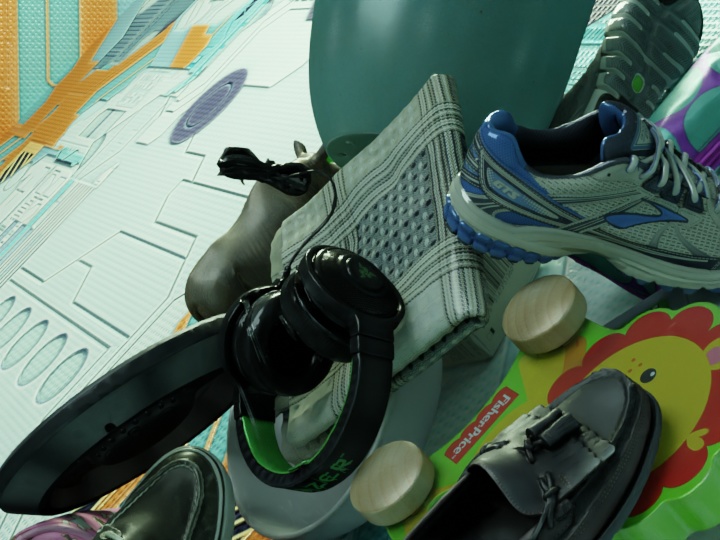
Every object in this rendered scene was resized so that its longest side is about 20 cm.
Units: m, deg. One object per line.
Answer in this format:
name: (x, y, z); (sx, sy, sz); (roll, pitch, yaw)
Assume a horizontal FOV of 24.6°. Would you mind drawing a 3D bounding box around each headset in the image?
headset: (-0.041, 0.025, 0.944); (0.123, 0.094, 0.200); (-32, 51, 44)

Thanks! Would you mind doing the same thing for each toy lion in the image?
toy lion: (0.112, 0.093, 0.843); (0.200, 0.069, 0.192); (-47, 29, -6)

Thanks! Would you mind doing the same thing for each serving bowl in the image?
serving bowl: (-0.008, 0.083, 1.074); (0.200, 0.066, 0.200); (-34, 46, 44)

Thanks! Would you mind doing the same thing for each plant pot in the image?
plant pot: (0.053, -0.143, 1.158); (0.200, 0.200, 0.161); (-8, 65, 56)

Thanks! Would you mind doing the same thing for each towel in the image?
towel: (0.000, 0.000, 1.014); (0.200, 0.035, 0.193); (-42, 40, 39)

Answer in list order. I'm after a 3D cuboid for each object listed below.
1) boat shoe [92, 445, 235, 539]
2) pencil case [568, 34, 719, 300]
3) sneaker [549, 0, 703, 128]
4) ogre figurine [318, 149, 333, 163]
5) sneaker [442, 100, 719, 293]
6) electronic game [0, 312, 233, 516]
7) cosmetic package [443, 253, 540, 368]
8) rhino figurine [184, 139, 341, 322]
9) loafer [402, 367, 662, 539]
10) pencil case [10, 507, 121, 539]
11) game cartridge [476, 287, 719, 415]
boat shoe: (-0.130, 0.181, 0.931); (0.071, 0.064, 0.200); (14, 61, 18)
pencil case: (0.211, -0.072, 1.015); (0.200, 0.085, 0.092); (-49, 6, -11)
sneaker: (0.172, -0.137, 1.220); (0.115, 0.075, 0.200); (-19, 34, 51)
ogre figurine: (-0.001, -0.065, 1.334); (0.098, 0.200, 0.120); (16, 37, 21)
sneaker: (0.150, -0.045, 0.899); (0.077, 0.200, 0.085); (-94, 11, -53)
electronic game: (-0.141, 0.090, 1.033); (0.200, 0.042, 0.200); (-34, -13, -9)
cosmetic package: (0.025, 0.020, 1.191); (0.200, 0.071, 0.105); (-18, 34, 48)
rhino figurine: (-0.053, -0.025, 1.191); (0.060, 0.087, 0.200); (-3, 47, 57)
loafer: (0.064, 0.118, 0.762); (0.200, 0.063, 0.072); (-49, 34, -13)
pencil case: (-0.168, 0.198, 1.076); (0.083, 0.087, 0.200); (-12, -6, 4)
game cartridge: (0.148, 0.078, 0.923); (0.200, 0.040, 0.133); (-35, 27, 21)
